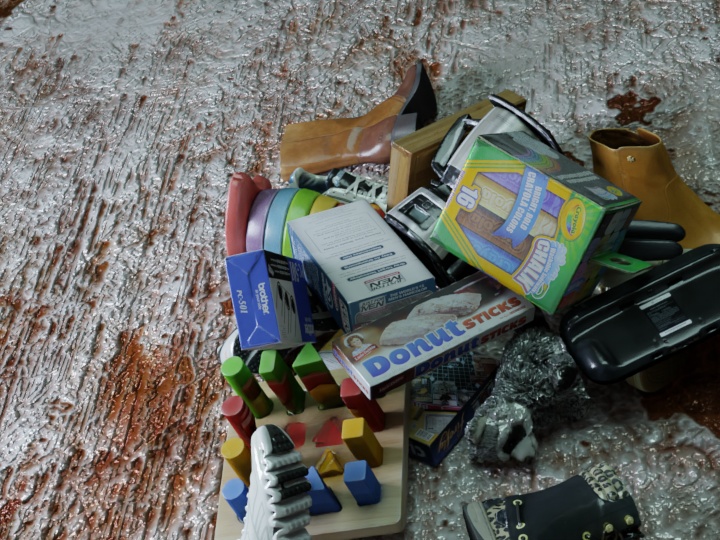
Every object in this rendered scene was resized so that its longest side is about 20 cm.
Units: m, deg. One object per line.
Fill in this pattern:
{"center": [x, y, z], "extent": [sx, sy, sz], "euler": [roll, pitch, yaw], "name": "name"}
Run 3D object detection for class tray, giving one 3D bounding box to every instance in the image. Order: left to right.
{"center": [0.117, -0.137, 1.803], "extent": [0.200, 0.099, 0.037], "euler": [-28, 48, -36], "name": "tray"}

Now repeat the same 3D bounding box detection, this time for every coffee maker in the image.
{"center": [0.147, -0.065, 1.716], "extent": [0.200, 0.192, 0.135], "euler": [-47, 29, -4], "name": "coffee maker"}

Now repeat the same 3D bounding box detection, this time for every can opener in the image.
{"center": [0.246, -0.035, 1.610], "extent": [0.199, 0.079, 0.064], "euler": [10, 55, 20], "name": "can opener"}

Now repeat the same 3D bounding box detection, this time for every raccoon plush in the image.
{"center": [0.146, 0.113, 1.550], "extent": [0.134, 0.097, 0.200], "euler": [-25, 40, -2], "name": "raccoon plush"}

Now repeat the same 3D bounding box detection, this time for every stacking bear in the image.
{"center": [-0.050, -0.046, 1.793], "extent": [0.199, 0.114, 0.121], "euler": [9, 2, 14], "name": "stacking bear"}

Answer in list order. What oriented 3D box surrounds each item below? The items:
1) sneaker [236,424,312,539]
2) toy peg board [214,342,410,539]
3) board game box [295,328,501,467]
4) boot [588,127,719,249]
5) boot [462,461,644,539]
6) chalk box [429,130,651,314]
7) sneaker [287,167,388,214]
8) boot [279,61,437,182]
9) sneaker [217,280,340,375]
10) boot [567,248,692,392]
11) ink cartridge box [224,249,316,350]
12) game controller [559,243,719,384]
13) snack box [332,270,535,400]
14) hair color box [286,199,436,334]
{"center": [-0.086, 0.248, 1.431], "extent": [0.081, 0.075, 0.201], "euler": [-14, 79, 25], "name": "sneaker"}
{"center": [-0.060, 0.166, 1.522], "extent": [0.199, 0.098, 0.200], "euler": [-11, 48, 17], "name": "toy peg board"}
{"center": [0.038, 0.122, 1.621], "extent": [0.200, 0.035, 0.135], "euler": [20, 52, 37], "name": "board game box"}
{"center": [0.343, -0.083, 1.662], "extent": [0.201, 0.144, 0.071], "euler": [18, 52, 35], "name": "boot"}
{"center": [0.193, 0.264, 1.371], "extent": [0.153, 0.074, 0.204], "euler": [-20, 39, -7], "name": "boot"}
{"center": [0.197, -0.040, 1.533], "extent": [0.200, 0.124, 0.124], "euler": [34, 21, 21], "name": "chalk box"}
{"center": [-0.001, -0.087, 1.850], "extent": [0.199, 0.073, 0.072], "euler": [7, 43, 25], "name": "sneaker"}
{"center": [-0.003, -0.195, 2.002], "extent": [0.199, 0.069, 0.189], "euler": [-10, 47, 21], "name": "boot"}
{"center": [-0.081, 0.056, 1.713], "extent": [0.200, 0.074, 0.080], "euler": [-28, 4, -31], "name": "sneaker"}
{"center": [0.277, 0.043, 1.599], "extent": [0.154, 0.072, 0.200], "euler": [9, 45, 30], "name": "boot"}
{"center": [-0.090, 0.033, 1.561], "extent": [0.044, 0.094, 0.200], "euler": [-11, -4, 7], "name": "ink cartridge box"}
{"center": [0.301, 0.043, 1.509], "extent": [0.199, 0.042, 0.104], "euler": [-26, 51, -2], "name": "game controller"}
{"center": [0.074, 0.060, 1.504], "extent": [0.200, 0.024, 0.072], "euler": [-24, 51, -23], "name": "snack box"}
{"center": [0.000, 0.000, 1.632], "extent": [0.100, 0.061, 0.200], "euler": [-17, 32, -14], "name": "hair color box"}
